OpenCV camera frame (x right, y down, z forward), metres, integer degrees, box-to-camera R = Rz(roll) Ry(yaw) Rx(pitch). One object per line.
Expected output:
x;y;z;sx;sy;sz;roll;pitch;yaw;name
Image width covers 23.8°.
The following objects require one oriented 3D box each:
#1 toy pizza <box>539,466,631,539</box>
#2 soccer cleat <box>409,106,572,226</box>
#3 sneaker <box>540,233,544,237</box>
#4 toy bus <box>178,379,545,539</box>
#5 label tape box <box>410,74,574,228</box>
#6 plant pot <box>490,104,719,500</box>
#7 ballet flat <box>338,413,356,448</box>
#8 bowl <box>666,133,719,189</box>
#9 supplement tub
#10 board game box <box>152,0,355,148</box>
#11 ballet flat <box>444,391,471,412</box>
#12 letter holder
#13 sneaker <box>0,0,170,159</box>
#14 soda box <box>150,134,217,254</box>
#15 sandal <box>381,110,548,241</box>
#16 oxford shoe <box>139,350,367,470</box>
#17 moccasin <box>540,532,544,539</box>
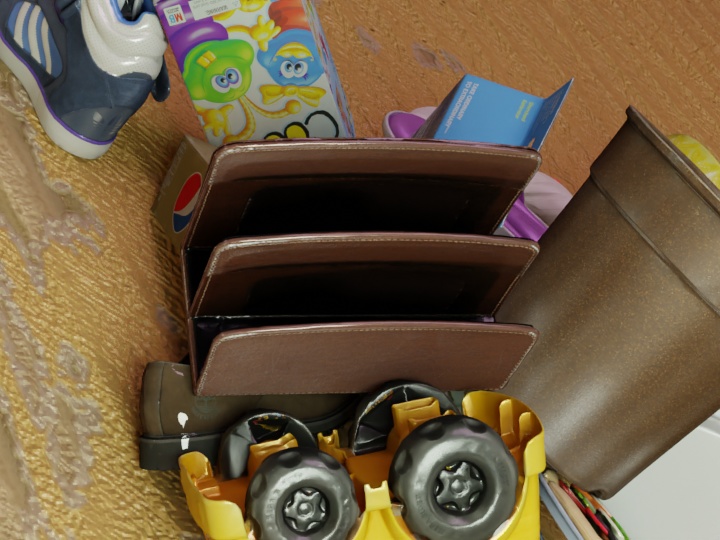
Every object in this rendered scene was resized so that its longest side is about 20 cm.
0.179;0.205;1.121;0.201;0.032;0.200;54;3;-5;toy pizza
0.112;-0.073;1.512;0.199;0.070;0.077;38;34;17;soccer cleat
0.172;0.026;1.286;0.114;0.075;0.200;48;53;-14;sneaker
0.007;0.172;0.974;0.198;0.194;0.136;-9;11;-12;toy bus
0.063;-0.064;1.261;0.063;0.200;0.145;32;60;-8;label tape box
0.180;0.031;1.137;0.200;0.198;0.200;43;11;-11;plant pot
0.016;0.109;1.163;0.069;0.070;0.200;32;28;-6;ballet flat
0.262;-0.009;1.500;0.107;0.201;0.201;-20;52;-10;bowl
0.262;0.128;1.300;0.140;0.141;0.200;38;30;5;supplement tub
-0.076;-0.153;1.278;0.105;0.102;0.201;-99;172;-52;board game box
0.087;0.104;1.239;0.063;0.068;0.200;30;23;11;ballet flat
0.006;-0.002;1.002;0.198;0.142;0.102;0;62;-17;letter holder
-0.204;-0.197;1.270;0.080;0.147;0.201;5;42;-42;sneaker
-0.083;-0.027;1.176;0.067;0.064;0.200;21;13;-26;soda box
0.106;-0.076;1.434;0.202;0.050;0.082;42;31;10;sandal
-0.062;0.069;1.089;0.199;0.072;0.085;-8;94;-55;oxford shoe
0.107;0.202;1.070;0.201;0.068;0.080;59;22;5;moccasin
